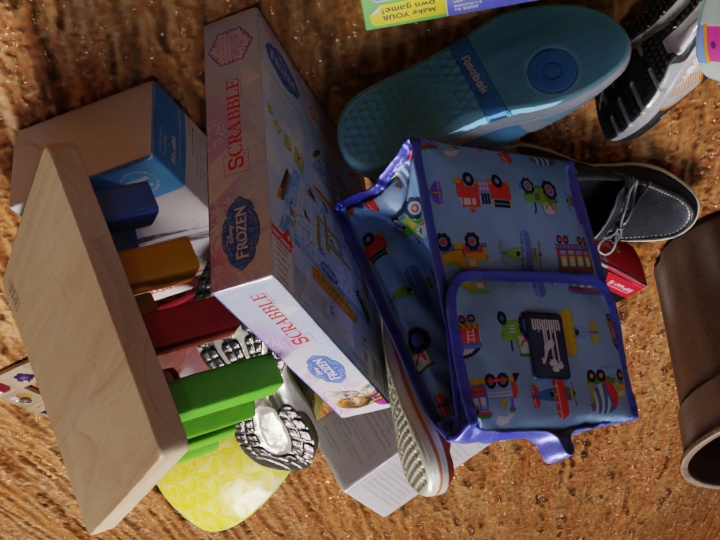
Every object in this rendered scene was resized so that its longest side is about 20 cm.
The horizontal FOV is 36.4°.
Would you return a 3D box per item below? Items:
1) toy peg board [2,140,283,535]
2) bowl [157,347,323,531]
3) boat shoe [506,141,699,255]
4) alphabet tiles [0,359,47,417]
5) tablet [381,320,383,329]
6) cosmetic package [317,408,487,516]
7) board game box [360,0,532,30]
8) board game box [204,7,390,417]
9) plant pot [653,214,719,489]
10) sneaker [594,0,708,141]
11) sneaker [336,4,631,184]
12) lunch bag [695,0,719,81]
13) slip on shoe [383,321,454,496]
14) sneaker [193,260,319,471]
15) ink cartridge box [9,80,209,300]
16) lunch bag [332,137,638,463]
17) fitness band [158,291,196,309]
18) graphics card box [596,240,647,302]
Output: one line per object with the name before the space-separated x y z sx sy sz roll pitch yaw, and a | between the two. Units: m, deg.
toy peg board | -0.146 0.044 0.720 0.098 0.200 0.200 -14 162 -31
bowl | -0.132 0.116 0.970 0.108 0.200 0.200 36 130 -25
boat shoe | 0.188 -0.051 0.860 0.200 0.062 0.075 11 123 -27
alphabet tiles | -0.254 0.121 1.104 0.167 0.008 0.200 -24 146 23
tablet | 0.037 0.053 0.974 0.130 0.014 0.200 22 132 -2
cosmetic package | 0.068 0.118 0.938 0.200 0.071 0.101 -35 148 3
board game box | 0.091 -0.210 0.625 0.199 0.029 0.135 -10 148 3
board game box | -0.039 -0.032 0.721 0.041 0.200 0.200 -15 147 15
plant pot | 0.356 0.064 0.967 0.200 0.199 0.200 -6 148 -4
sneaker | 0.223 -0.150 0.709 0.080 0.074 0.200 4 147 -22
sneaker | 0.090 -0.105 0.760 0.199 0.080 0.131 -19 158 8
lunch bag | 0.288 -0.173 0.614 0.200 0.077 0.161 -6 120 -28
slip on shoe | 0.048 0.072 0.726 0.061 0.200 0.074 -5 116 3
sneaker | -0.074 0.055 0.843 0.077 0.089 0.200 -2 122 12
ink cartridge box | -0.147 -0.041 0.807 0.116 0.067 0.200 -18 148 17
lunch bag | 0.089 0.028 0.702 0.150 0.200 0.094 2 151 -39
fitness band | -0.181 0.050 0.894 0.143 0.038 0.200 -19 -179 -36
graphics card box | 0.137 0.021 0.988 0.125 0.051 0.200 22 138 -38
